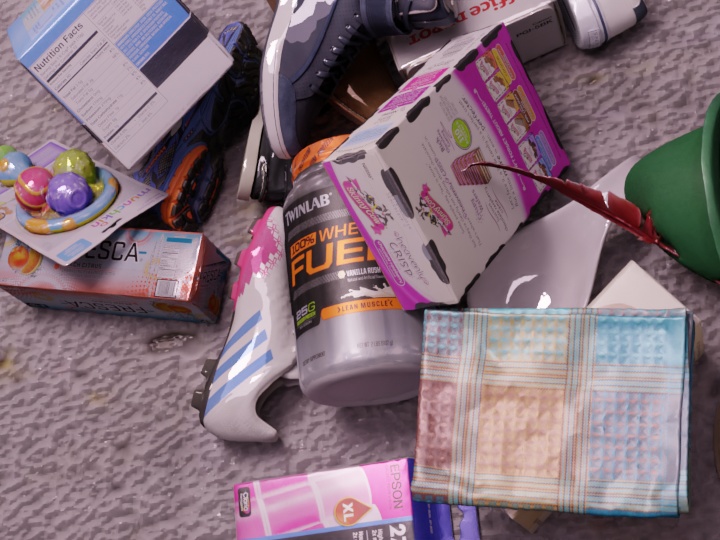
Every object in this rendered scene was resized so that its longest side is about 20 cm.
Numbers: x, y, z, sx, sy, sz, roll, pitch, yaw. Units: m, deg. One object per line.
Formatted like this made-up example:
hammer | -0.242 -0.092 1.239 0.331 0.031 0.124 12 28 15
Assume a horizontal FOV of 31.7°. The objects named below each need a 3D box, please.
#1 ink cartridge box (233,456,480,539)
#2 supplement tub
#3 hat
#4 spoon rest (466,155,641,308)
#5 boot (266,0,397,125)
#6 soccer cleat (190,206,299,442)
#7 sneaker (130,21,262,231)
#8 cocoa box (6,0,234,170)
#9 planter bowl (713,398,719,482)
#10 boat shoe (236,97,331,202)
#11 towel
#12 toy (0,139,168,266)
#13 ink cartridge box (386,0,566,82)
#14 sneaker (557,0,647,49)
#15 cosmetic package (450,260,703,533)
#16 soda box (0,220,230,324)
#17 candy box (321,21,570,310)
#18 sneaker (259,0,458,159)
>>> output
ink cartridge box | -0.004 0.207 1.019 0.197 0.037 0.096 -10 70 12
supplement tub | 0.000 0.000 1.035 0.121 0.123 0.203 -13 69 12
hat | 0.218 -0.043 0.983 0.174 0.166 0.202 -12 113 35
spoon rest | 0.168 -0.017 1.023 0.200 0.061 0.099 -46 66 -2
boot | -0.016 -0.212 1.104 0.075 0.073 0.201 -40 80 44
soccer cleat | -0.075 0.049 1.079 0.085 0.070 0.203 15 81 8
sneaker | -0.152 -0.139 1.155 0.078 0.075 0.202 19 77 25
cocoa box | -0.215 -0.197 1.108 0.133 0.131 0.200 -45 25 0
planter bowl | 0.347 0.110 0.887 0.197 0.135 0.203 -5 71 16
boat shoe | -0.059 -0.147 1.133 0.065 0.075 0.202 14 60 -5
towel | 0.136 0.098 0.906 0.197 0.022 0.149 0 74 16
toy | -0.276 -0.078 1.133 0.115 0.048 0.199 -39 38 -27
ink cartridge box | 0.079 -0.268 1.118 0.145 0.083 0.202 -21 68 10
sneaker | 0.189 -0.289 1.107 0.070 0.073 0.202 -20 77 0
cosmetic package | 0.167 0.099 0.963 0.200 0.105 0.071 -47 66 0
soda box | -0.220 0.001 1.131 0.197 0.068 0.064 5 71 18
candy box | 0.072 -0.083 0.985 0.061 0.137 0.200 -10 27 44
sneaker | 0.000 -0.184 1.035 0.144 0.077 0.206 12 94 16
